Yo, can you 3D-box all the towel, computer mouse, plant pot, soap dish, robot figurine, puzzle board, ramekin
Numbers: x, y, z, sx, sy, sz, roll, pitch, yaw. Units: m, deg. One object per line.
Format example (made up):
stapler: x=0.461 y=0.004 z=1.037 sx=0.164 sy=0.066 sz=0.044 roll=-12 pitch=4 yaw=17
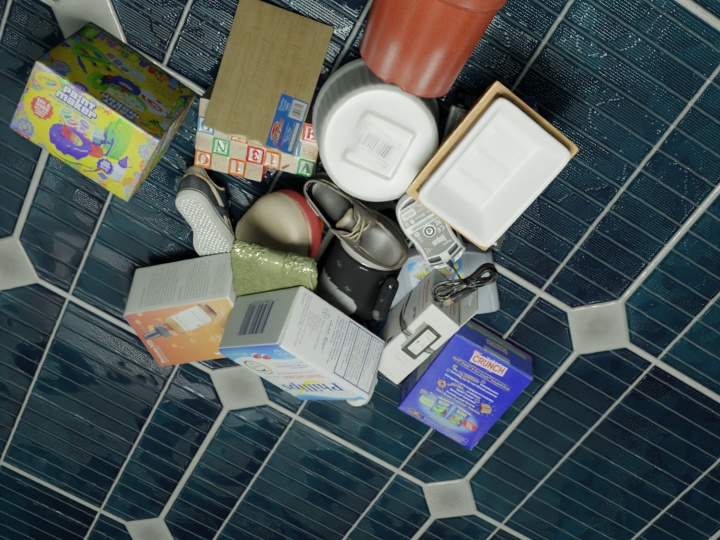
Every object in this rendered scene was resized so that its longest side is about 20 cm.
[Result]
towel: x=-0.134 y=0.014 z=1.316 sx=0.145 sy=0.037 sz=0.201 roll=16 pitch=157 yaw=4
computer mouse: x=0.122 y=-0.044 z=1.275 sx=0.108 sy=0.044 sz=0.202 roll=-27 pitch=113 yaw=14
plant pot: x=0.098 y=-0.362 z=1.143 sx=0.197 sy=0.203 sz=0.197 roll=23 pitch=130 yaw=-6
soap dish: x=0.180 y=-0.148 z=1.170 sx=0.156 sy=0.082 sz=0.201 roll=32 pitch=117 yaw=-19
robot figurine: x=0.002 y=0.001 z=1.378 sx=0.148 sy=0.125 sz=0.203 roll=29 pitch=120 yaw=7
puzzle board: x=-0.140 y=-0.293 z=1.265 sx=0.147 sy=0.017 sz=0.204 roll=18 pitch=97 yaw=-2
ramekin: x=0.026 y=-0.203 z=1.237 sx=0.195 sy=0.098 sz=0.205 roll=-1 pitch=121 yaw=-2

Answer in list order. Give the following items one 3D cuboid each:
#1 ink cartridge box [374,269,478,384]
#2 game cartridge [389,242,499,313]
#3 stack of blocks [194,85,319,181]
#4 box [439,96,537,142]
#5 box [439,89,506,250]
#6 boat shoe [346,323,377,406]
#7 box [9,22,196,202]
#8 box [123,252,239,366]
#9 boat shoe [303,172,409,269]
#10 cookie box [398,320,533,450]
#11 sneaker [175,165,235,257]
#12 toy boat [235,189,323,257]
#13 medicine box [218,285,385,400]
ink cartridge box: x=0.106 y=0.081 z=1.393 sx=0.067 sy=0.117 sz=0.200 roll=38 pitch=117 yaw=-15
game cartridge: x=0.135 y=0.019 z=1.440 sx=0.195 sy=0.041 sz=0.136 roll=-8 pitch=115 yaw=12
stack of blocks: x=-0.160 y=-0.209 z=1.333 sx=0.195 sy=0.059 sz=0.117 roll=13 pitch=121 yaw=0
box: x=0.186 y=-0.195 z=1.310 sx=0.195 sy=0.033 sz=0.123 roll=-10 pitch=118 yaw=12
box: x=0.179 y=-0.151 z=1.272 sx=0.138 sy=0.079 sz=0.204 roll=17 pitch=121 yaw=2
boat shoe: x=0.005 y=0.169 z=1.452 sx=0.069 sy=0.203 sz=0.072 roll=-23 pitch=124 yaw=13
box: x=-0.383 y=-0.244 z=1.265 sx=0.198 sy=0.194 sz=0.123 roll=33 pitch=120 yaw=-11
box: x=-0.287 y=0.070 z=1.464 sx=0.195 sy=0.108 sz=0.154 roll=-10 pitch=136 yaw=13
boat shoe: x=-0.014 y=-0.069 z=1.257 sx=0.199 sy=0.073 sz=0.075 roll=38 pitch=106 yaw=11
cookie box: x=0.190 y=0.203 z=1.516 sx=0.169 sy=0.076 sz=0.201 roll=30 pitch=120 yaw=-9
sneaker: x=-0.252 y=-0.092 z=1.411 sx=0.076 sy=0.081 sz=0.202 roll=0 pitch=145 yaw=8
toy boat: x=-0.116 y=-0.063 z=1.382 sx=0.133 sy=0.129 sz=0.199 roll=63 pitch=149 yaw=2
medicine box: x=-0.094 y=0.123 z=1.347 sx=0.199 sy=0.105 sz=0.180 roll=36 pitch=151 yaw=-32
